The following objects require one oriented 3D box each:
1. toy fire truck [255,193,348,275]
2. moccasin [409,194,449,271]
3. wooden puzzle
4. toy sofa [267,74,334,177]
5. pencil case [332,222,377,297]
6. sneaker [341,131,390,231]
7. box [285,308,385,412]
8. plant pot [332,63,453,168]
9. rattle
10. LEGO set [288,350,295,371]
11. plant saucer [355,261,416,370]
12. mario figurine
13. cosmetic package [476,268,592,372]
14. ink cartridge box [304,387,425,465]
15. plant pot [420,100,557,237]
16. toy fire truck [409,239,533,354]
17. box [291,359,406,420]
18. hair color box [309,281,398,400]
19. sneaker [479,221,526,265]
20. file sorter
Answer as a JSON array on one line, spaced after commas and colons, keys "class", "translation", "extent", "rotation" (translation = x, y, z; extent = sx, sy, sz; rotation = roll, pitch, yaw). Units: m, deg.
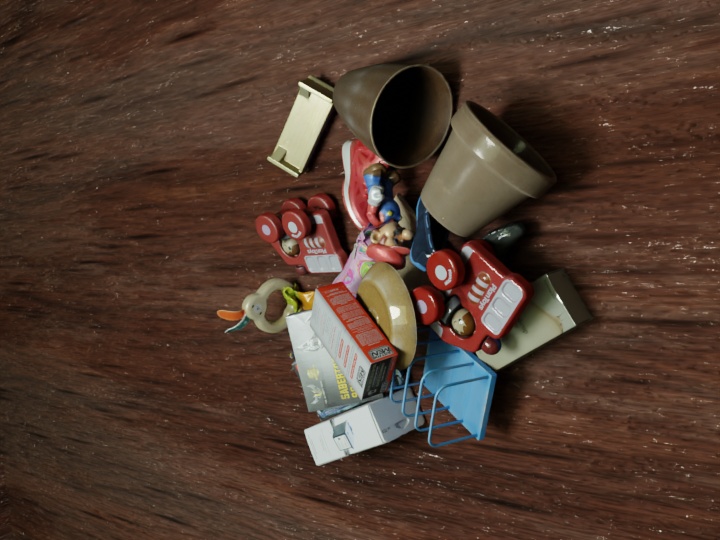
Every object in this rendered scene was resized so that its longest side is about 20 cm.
[{"class": "toy fire truck", "translation": [-0.125, -0.066, 1.621], "extent": [0.200, 0.112, 0.168], "rotation": [-4, 113, 41]}, {"class": "moccasin", "translation": [0.145, -0.086, 1.355], "extent": [0.068, 0.080, 0.200], "rotation": [-37, 35, 47]}, {"class": "wooden puzzle", "translation": [0.083, -0.025, 1.492], "extent": [0.185, 0.037, 0.200], "rotation": [54, 131, 22]}, {"class": "toy sofa", "translation": [-0.114, -0.308, 1.593], "extent": [0.083, 0.098, 0.200], "rotation": [31, 118, 5]}, {"class": "pencil case", "translation": [0.000, 0.000, 1.490], "extent": [0.087, 0.087, 0.200], "rotation": [51, 135, 22]}, {"class": "sneaker", "translation": [0.027, -0.182, 1.474], "extent": [0.115, 0.078, 0.200], "rotation": [-21, 76, 39]}, {"class": "box", "translation": [-0.048, 0.167, 1.483], "extent": [0.158, 0.048, 0.200], "rotation": [-12, 93, 11]}, {"class": "plant pot", "translation": [0.039, -0.310, 1.406], "extent": [0.200, 0.187, 0.187], "rotation": [34, 118, 47]}, {"class": "rattle", "translation": [-0.188, 0.097, 1.623], "extent": [0.143, 0.200, 0.130], "rotation": [35, 120, 35]}, {"class": "LEGO set", "translation": [-0.068, 0.171, 1.592], "extent": [0.154, 0.116, 0.200], "rotation": [45, 122, 26]}, {"class": "plant saucer", "translation": [0.037, 0.085, 1.348], "extent": [0.200, 0.035, 0.201], "rotation": [38, 133, 56]}, {"class": "mario figurine", "translation": [0.065, -0.099, 1.382], "extent": [0.106, 0.123, 0.200], "rotation": [138, 128, -63]}, {"class": "cosmetic package", "translation": [0.290, 0.092, 1.310], "extent": [0.200, 0.073, 0.104], "rotation": [-40, 71, 38]}, {"class": "ink cartridge box", "translation": [0.008, 0.321, 1.532], "extent": [0.200, 0.146, 0.086], "rotation": [-31, 77, 38]}, {"class": "plant pot", "translation": [0.197, -0.155, 1.251], "extent": [0.175, 0.200, 0.200], "rotation": [-50, 65, 24]}, {"class": "toy fire truck", "translation": [0.188, 0.054, 1.265], "extent": [0.168, 0.112, 0.200], "rotation": [47, 132, 28]}, {"class": "box", "translation": [-0.022, 0.208, 1.533], "extent": [0.200, 0.040, 0.137], "rotation": [-26, 96, 12]}, {"class": "hair color box", "translation": [-0.017, 0.124, 1.349], "extent": [0.200, 0.061, 0.102], "rotation": [52, 144, 37]}, {"class": "sneaker", "translation": [0.237, -0.014, 1.346], "extent": [0.091, 0.076, 0.200], "rotation": [55, 136, 12]}, {"class": "file sorter", "translation": [0.134, 0.208, 1.375], "extent": [0.200, 0.122, 0.139], "rotation": [42, 132, 53]}]
